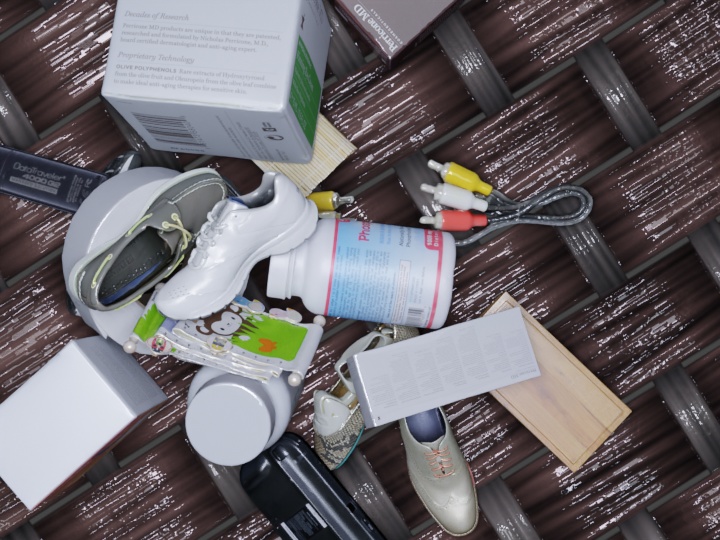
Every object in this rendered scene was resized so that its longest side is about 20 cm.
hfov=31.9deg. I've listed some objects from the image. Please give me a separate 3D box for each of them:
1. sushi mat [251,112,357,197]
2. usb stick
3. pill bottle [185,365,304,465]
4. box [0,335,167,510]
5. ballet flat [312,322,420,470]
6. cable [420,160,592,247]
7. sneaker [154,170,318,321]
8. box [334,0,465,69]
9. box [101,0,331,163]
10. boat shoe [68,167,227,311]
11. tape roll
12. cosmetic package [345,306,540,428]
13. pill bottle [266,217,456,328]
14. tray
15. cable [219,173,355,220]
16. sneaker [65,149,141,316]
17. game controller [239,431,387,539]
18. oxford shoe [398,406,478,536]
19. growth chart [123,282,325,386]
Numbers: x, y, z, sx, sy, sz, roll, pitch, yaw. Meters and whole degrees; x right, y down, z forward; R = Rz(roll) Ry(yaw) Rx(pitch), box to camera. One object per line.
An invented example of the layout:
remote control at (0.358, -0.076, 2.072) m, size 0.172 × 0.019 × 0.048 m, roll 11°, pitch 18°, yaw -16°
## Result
sushi mat at (-0.106, -0.174, 1.457) m, size 0.200 × 0.012 × 0.096 m, roll 44°, pitch 90°, yaw 12°
usb stick at (-0.365, -0.103, 1.433) m, size 0.199 × 0.033 × 0.056 m, roll 16°, pitch 83°, yaw 25°
pill bottle at (-0.127, 0.138, 1.372) m, size 0.114 × 0.200 × 0.115 m, roll 1°, pitch 101°, yaw 4°
box at (-0.315, 0.160, 1.382) m, size 0.152 × 0.200 × 0.106 m, roll -41°, pitch 89°, yaw 1°
ballet flat at (-0.009, 0.132, 1.441) m, size 0.075 × 0.068 × 0.200 m, roll 36°, pitch 88°, yaw -43°
cable at (0.165, -0.066, 1.447) m, size 0.199 × 0.050 × 0.098 m, roll 9°, pitch 95°, yaw 1°
sneaker at (-0.140, -0.029, 1.314) m, size 0.200 × 0.074 × 0.087 m, roll -42°, pitch 134°, yaw -10°
box at (0.074, -0.338, 1.448) m, size 0.200 × 0.075 × 0.100 m, roll -43°, pitch 89°, yaw 2°
box at (-0.148, -0.229, 1.364) m, size 0.199 × 0.199 × 0.172 m, roll 6°, pitch 79°, yaw 8°
boat shoe at (-0.212, -0.030, 1.318) m, size 0.202 × 0.060 × 0.072 m, roll -42°, pitch 124°, yaw -16°
tape roll at (-0.225, -0.010, 1.396) m, size 0.202 × 0.071 × 0.203 m, roll -12°, pitch 112°, yaw -31°
cosmetic package at (0.091, 0.108, 1.393) m, size 0.199 × 0.051 × 0.083 m, roll -15°, pitch 81°, yaw -15°
pill bottle at (0.000, 0.000, 1.394) m, size 0.199 × 0.109 × 0.109 m, roll 7°, pitch 90°, yaw -3°
tray at (0.206, 0.128, 1.460) m, size 0.200 × 0.037 × 0.099 m, roll 43°, pitch 90°, yaw 2°
cable at (-0.106, -0.059, 1.473) m, size 0.199 × 0.050 × 0.097 m, roll 14°, pitch 107°, yaw 13°
sneaker at (-0.282, -0.041, 1.457) m, size 0.079 × 0.074 × 0.201 m, roll 15°, pitch 84°, yaw -28°
game controller at (-0.053, 0.282, 1.450) m, size 0.104 × 0.042 × 0.200 m, roll -40°, pitch 89°, yaw 33°
oxford shoe at (0.083, 0.213, 1.440) m, size 0.071 × 0.074 × 0.201 m, roll -23°, pitch 89°, yaw 0°
growth chart at (-0.138, 0.064, 1.329) m, size 0.199 × 0.145 × 0.018 m, roll 13°, pitch 122°, yaw -4°
